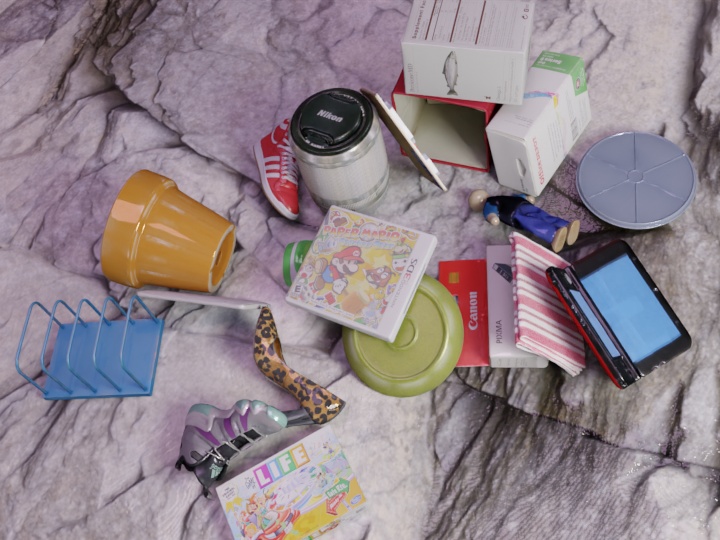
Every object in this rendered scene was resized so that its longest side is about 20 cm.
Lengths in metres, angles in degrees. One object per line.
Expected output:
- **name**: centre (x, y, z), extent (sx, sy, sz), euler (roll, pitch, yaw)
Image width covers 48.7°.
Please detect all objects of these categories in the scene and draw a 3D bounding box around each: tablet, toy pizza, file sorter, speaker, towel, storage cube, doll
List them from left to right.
- **file sorter**: centre (-0.453, 0.125, 1.334), extent (0.196, 0.123, 0.141), euler (-4, 58, 10)
- **tablet**: centre (-0.262, 0.049, 1.341), extent (0.196, 0.130, 0.014), euler (7, 89, 15)
- **speaker**: centre (-0.028, -0.006, 1.345), extent (0.196, 0.089, 0.090), euler (2, 60, 13)
- **storage cube**: centre (0.171, -0.315, 1.434), extent (0.196, 0.172, 0.182), euler (15, 63, 19)
- **doll**: centre (0.262, -0.094, 1.339), extent (0.135, 0.049, 0.198), euler (-23, 40, -39)
- **towel**: centre (0.283, 0.049, 1.225), extent (0.030, 0.145, 0.203), euler (-32, 42, 42)
- **toy pizza**: centre (0.469, -0.152, 1.359), extent (0.196, 0.032, 0.204), euler (-6, 59, 10)

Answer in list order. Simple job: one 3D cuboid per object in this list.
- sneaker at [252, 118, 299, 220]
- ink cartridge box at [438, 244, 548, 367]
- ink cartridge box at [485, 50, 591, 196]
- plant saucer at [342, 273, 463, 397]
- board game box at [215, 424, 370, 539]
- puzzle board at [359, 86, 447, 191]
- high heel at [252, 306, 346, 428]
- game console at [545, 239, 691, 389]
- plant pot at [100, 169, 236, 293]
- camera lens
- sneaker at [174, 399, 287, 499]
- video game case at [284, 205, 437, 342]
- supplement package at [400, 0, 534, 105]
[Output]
- **sneaker**: centre (-0.129, -0.196, 1.466), extent (0.112, 0.071, 0.202), euler (-37, 54, 21)
- **ink cartridge box**: centre (0.210, 0.056, 1.282), extent (0.172, 0.045, 0.203), euler (-2, 59, 9)
- **ink cartridge box**: centre (0.312, -0.255, 1.380), extent (0.087, 0.146, 0.201), euler (22, 66, 34)
- **plant saucer**: centre (0.064, 0.097, 1.254), extent (0.196, 0.031, 0.205), euler (-1, 81, 10)
- **board game box**: centre (-0.102, 0.339, 1.185), extent (0.198, 0.034, 0.135), euler (-29, 58, -6)
- **puzzle board**: centre (0.075, -0.229, 1.361), extent (0.017, 0.201, 0.151), euler (-39, 19, 3)
- **high heel**: centre (-0.097, 0.148, 1.270), extent (0.140, 0.071, 0.204), euler (-11, 74, 12)
- **game console**: centre (0.386, 0.056, 1.180), extent (0.118, 0.172, 0.202), euler (-36, 72, 19)
- **plant pot**: centre (-0.321, -0.051, 1.381), extent (0.180, 0.201, 0.203), euler (18, 64, 4)
- **camera lens**: centre (-0.033, -0.203, 1.393), extent (0.156, 0.201, 0.163), euler (-5, 59, 9)
- **sneaker**: centre (-0.201, 0.274, 1.196), extent (0.197, 0.078, 0.142), euler (-13, 48, 37)
- **video game case**: centre (0.000, 0.000, 1.266), extent (0.197, 0.023, 0.184), euler (17, 71, 26)
- **supplement package**: centre (0.174, -0.359, 1.291), extent (0.196, 0.118, 0.119), euler (9, 61, 13)
